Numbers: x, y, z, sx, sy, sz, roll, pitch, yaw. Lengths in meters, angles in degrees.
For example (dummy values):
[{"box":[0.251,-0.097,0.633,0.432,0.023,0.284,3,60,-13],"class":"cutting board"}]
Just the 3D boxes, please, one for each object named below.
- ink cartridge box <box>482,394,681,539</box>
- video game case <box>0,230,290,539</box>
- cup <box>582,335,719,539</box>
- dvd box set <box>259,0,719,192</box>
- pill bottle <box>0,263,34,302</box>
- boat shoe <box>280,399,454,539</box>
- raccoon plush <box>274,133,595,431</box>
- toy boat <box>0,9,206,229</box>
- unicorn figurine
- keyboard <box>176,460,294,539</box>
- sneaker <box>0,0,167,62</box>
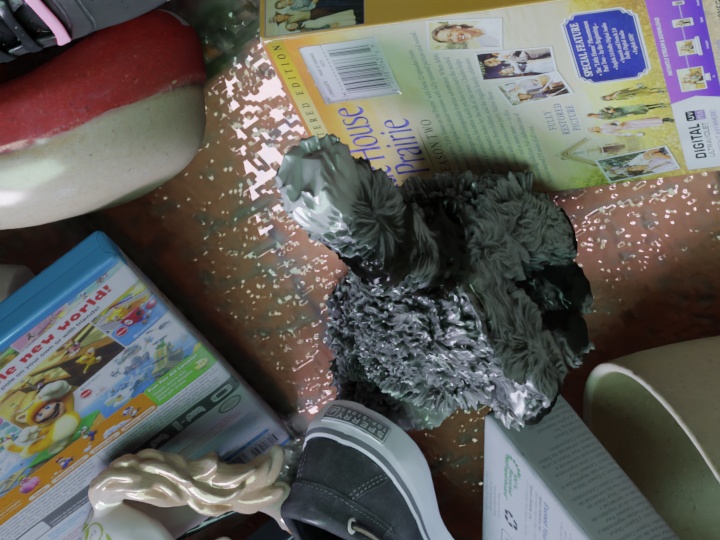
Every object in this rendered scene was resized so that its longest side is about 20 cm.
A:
[{"box":[0.118,0.180,1.067,0.041,0.200,0.200,-23,144,-17],"class":"ink cartridge box"},{"box":[-0.123,0.072,1.057,0.143,0.018,0.200,-37,148,1],"class":"video game case"},{"box":[0.202,0.104,1.041,0.143,0.200,0.200,-23,123,-11],"class":"cup"},{"box":[0.075,-0.076,0.975,0.200,0.029,0.146,-7,152,13],"class":"dvd box set"},{"box":[-0.244,0.036,1.081,0.200,0.111,0.111,2,125,7],"class":"pill bottle"},{"box":[0.009,0.135,1.081,0.070,0.066,0.200,19,152,23],"class":"boat shoe"},{"box":[0.000,0.000,1.014,0.134,0.097,0.200,-14,138,38],"class":"raccoon plush"},{"box":[-0.162,-0.082,1.001,0.200,0.131,0.131,-5,95,11],"class":"toy boat"},{"box":[-0.098,0.163,1.096,0.137,0.074,0.200,2,103,-17],"class":"unicorn figurine"},{"box":[-0.068,0.156,1.149,0.200,0.021,0.127,-40,126,7],"class":"keyboard"},{"box":[-0.153,-0.076,0.901,0.200,0.099,0.071,-5,146,19],"class":"sneaker"}]
